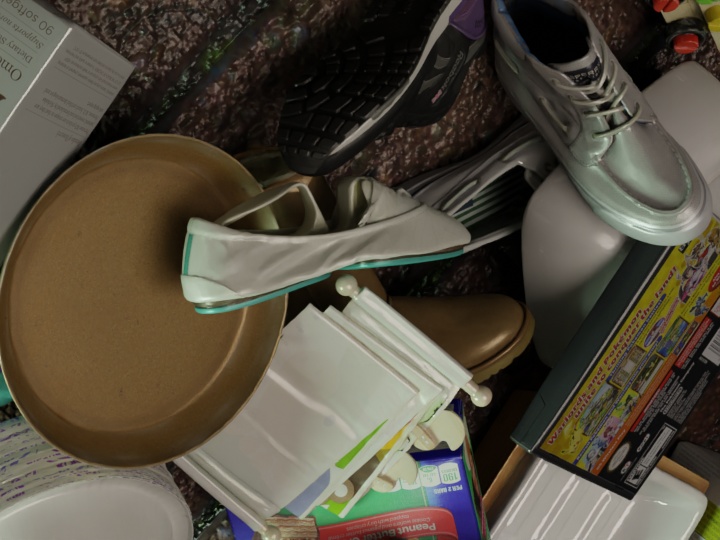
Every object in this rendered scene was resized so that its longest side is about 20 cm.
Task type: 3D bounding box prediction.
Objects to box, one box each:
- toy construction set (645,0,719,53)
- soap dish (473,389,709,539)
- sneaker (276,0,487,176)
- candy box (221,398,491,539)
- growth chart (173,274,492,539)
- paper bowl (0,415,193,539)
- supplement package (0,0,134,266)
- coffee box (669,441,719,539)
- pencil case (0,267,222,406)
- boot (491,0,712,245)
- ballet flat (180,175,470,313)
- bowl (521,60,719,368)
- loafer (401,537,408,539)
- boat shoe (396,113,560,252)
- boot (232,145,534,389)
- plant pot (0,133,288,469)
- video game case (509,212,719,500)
[{"bbox_3d":[0.264,-0.206,1.303,0.131,0.092,0.200,-12,140,18],"label":"toy construction set"},{"bbox_3d":[0.155,0.187,1.447,0.200,0.081,0.158,29,95,-37],"label":"soap dish"},{"bbox_3d":[0.027,-0.113,1.207,0.200,0.075,0.088,-52,137,-30],"label":"sneaker"},{"bbox_3d":[0.007,0.198,1.320,0.168,0.077,0.201,-8,121,10],"label":"candy box"},{"bbox_3d":[-0.028,0.096,1.216,0.200,0.018,0.145,-37,106,19],"label":"growth chart"},{"bbox_3d":[-0.198,0.190,1.183,0.200,0.104,0.201,-23,144,-17],"label":"paper bowl"},{"bbox_3d":[-0.238,-0.072,1.044,0.200,0.117,0.117,-56,170,2],"label":"supplement package"},{"bbox_3d":[0.331,0.286,1.523,0.199,0.200,0.198,22,100,-36],"label":"coffee box"},{"bbox_3d":[-0.186,0.037,1.171,0.199,0.085,0.093,-17,118,-24],"label":"pencil case"},{"bbox_3d":[0.149,-0.105,1.228,0.073,0.200,0.096,-39,151,-7],"label":"boot"},{"bbox_3d":[-0.018,-0.024,1.143,0.199,0.069,0.070,-13,118,-30],"label":"ballet flat"},{"bbox_3d":[0.208,-0.022,1.346,0.200,0.075,0.200,-39,144,-22],"label":"bowl"},{"bbox_3d":[0.023,0.209,1.249,0.199,0.073,0.073,10,99,-1],"label":"loafer"},{"bbox_3d":[0.113,-0.057,1.319,0.200,0.067,0.074,-31,124,-16],"label":"boat shoe"},{"bbox_3d":[0.000,0.000,1.241,0.174,0.066,0.200,-19,127,16],"label":"boot"},{"bbox_3d":[-0.130,0.017,1.121,0.199,0.027,0.201,-10,106,-37],"label":"plant pot"},{"bbox_3d":[0.202,0.056,1.316,0.200,0.025,0.181,-57,146,3],"label":"video game case"}]
